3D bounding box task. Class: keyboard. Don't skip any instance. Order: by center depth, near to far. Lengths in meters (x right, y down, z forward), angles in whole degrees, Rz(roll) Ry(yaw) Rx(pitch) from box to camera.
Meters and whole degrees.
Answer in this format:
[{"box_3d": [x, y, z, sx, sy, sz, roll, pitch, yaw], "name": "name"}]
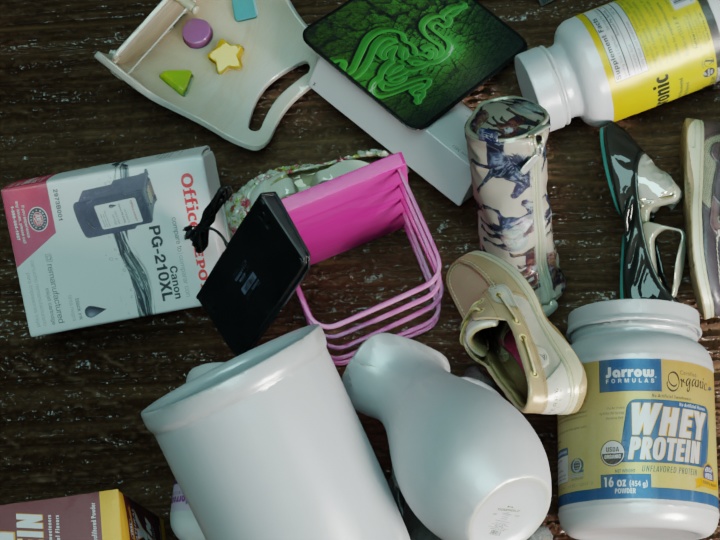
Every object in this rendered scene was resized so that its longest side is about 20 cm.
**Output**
[{"box_3d": [-0.106, -0.012, 1.400, 0.020, 0.200, 0.128, -27, 76, -34], "name": "keyboard"}]

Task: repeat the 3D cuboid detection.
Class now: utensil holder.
[{"box_3d": [-0.067, 0.172, 1.324, 0.168, 0.170, 0.202, -26, 93, -3], "name": "utensil holder"}]

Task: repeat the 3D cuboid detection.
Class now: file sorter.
[{"box_3d": [0.000, 0.000, 1.457, 0.137, 0.200, 0.127, -22, 76, -2], "name": "file sorter"}]

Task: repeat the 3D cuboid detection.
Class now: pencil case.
[{"box_3d": [0.147, -0.056, 1.471, 0.077, 0.202, 0.089, -19, 30, -17], "name": "pencil case"}]

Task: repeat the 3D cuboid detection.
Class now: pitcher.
[{"box_3d": [0.095, 0.147, 1.344, 0.200, 0.170, 0.122, 49, 122, 47], "name": "pitcher"}]

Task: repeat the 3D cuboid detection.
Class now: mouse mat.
[{"box_3d": [0.057, -0.230, 1.570, 0.161, 0.008, 0.200, 40, 54, 14], "name": "mouse mat"}]

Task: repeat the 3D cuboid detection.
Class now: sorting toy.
[{"box_3d": [-0.133, -0.219, 1.588, 0.180, 0.107, 0.200, 40, 80, 7], "name": "sorting toy"}]

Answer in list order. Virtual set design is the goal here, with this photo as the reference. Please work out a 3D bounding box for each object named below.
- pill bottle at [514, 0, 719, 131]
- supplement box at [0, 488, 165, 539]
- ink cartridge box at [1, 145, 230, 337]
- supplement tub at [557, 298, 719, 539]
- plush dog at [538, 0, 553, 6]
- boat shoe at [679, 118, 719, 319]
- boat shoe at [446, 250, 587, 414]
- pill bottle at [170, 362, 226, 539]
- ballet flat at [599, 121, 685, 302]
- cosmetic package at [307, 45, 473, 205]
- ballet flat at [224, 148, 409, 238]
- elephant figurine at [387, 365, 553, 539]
[{"box_3d": [0.256, -0.207, 1.540, 0.198, 0.111, 0.112, -20, 73, -1], "name": "pill bottle"}, {"box_3d": [-0.281, 0.286, 1.394, 0.194, 0.200, 0.135, -8, 73, 2], "name": "supplement box"}, {"box_3d": [-0.229, -0.029, 1.518, 0.197, 0.084, 0.147, -10, 99, 1], "name": "ink cartridge box"}, {"box_3d": [0.249, 0.139, 1.422, 0.143, 0.145, 0.203, 0, 74, 5], "name": "supplement tub"}, {"box_3d": [0.161, -0.386, 1.605, 0.198, 0.160, 0.174, 18, 58, -19], "name": "plush dog"}, {"box_3d": [0.343, -0.053, 1.510, 0.064, 0.072, 0.203, -3, 68, 9], "name": "boat shoe"}, {"box_3d": [0.125, 0.054, 1.416, 0.068, 0.074, 0.200, -7, 39, -30], "name": "boat shoe"}, {"box_3d": [-0.118, 0.195, 1.453, 0.111, 0.112, 0.203, 3, 73, 6], "name": "pill bottle"}, {"box_3d": [0.277, -0.047, 1.508, 0.068, 0.068, 0.203, -9, 85, 24], "name": "ballet flat"}, {"box_3d": [0.051, -0.155, 1.553, 0.199, 0.051, 0.082, 39, 42, 14], "name": "cosmetic package"}, {"box_3d": [-0.049, -0.081, 1.553, 0.198, 0.064, 0.077, -18, 74, 0], "name": "ballet flat"}, {"box_3d": [0.075, 0.202, 1.441, 0.141, 0.154, 0.201, -44, 60, 26], "name": "elephant figurine"}]
